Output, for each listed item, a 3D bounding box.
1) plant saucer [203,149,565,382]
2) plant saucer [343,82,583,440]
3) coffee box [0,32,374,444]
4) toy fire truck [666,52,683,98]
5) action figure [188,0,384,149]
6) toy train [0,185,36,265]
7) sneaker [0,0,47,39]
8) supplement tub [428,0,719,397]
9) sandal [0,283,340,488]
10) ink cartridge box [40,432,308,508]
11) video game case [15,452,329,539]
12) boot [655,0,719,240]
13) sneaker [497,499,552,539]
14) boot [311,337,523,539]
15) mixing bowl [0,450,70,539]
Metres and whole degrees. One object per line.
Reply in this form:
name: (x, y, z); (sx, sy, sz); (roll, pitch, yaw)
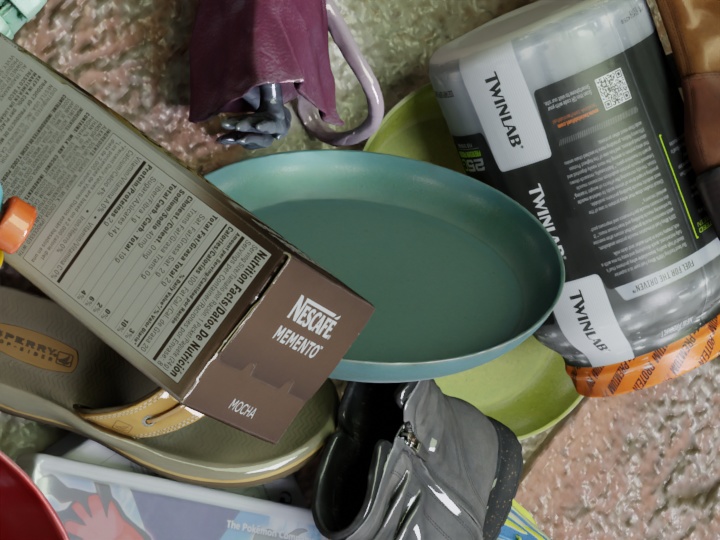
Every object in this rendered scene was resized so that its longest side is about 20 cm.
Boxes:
plant saucer: (0.000, 0.000, 1.227); (0.199, 0.200, 0.028); (-21, 130, -38)
plant saucer: (0.061, -0.005, 1.373); (0.199, 0.031, 0.202); (6, 80, -37)
coffee box: (-0.105, -0.018, 1.114); (0.080, 0.200, 0.113); (-53, 158, 1)
toy fire truck: (0.293, -0.097, 1.459); (0.175, 0.199, 0.130); (8, 80, -37)
action figure: (-0.041, -0.165, 1.246); (0.148, 0.134, 0.202); (2, 86, -39)
toy train: (-0.237, -0.026, 1.029); (0.056, 0.199, 0.151); (-82, 159, -54)
sneaker: (-0.161, -0.148, 1.158); (0.074, 0.118, 0.201); (46, 61, -26)
supplement tub: (0.124, -0.042, 1.330); (0.122, 0.122, 0.201); (-28, 101, -37)
sandal: (-0.101, 0.047, 1.183); (0.199, 0.054, 0.081); (18, 52, -13)
ink cartridge box: (-0.115, 0.134, 1.212); (0.200, 0.042, 0.120); (-34, 107, -39)
video game case: (-0.089, 0.193, 1.189); (0.199, 0.023, 0.184); (16, 76, -38)
boot: (0.223, -0.125, 1.336); (0.187, 0.068, 0.201); (-11, 82, -34)
sneaker: (0.094, 0.160, 1.332); (0.200, 0.105, 0.076); (49, 58, -24)
boot: (0.013, 0.144, 1.223); (0.132, 0.069, 0.201); (37, 56, -55)
mixing bowl: (-0.228, 0.155, 1.066); (0.199, 0.108, 0.202); (0, 90, -30)
